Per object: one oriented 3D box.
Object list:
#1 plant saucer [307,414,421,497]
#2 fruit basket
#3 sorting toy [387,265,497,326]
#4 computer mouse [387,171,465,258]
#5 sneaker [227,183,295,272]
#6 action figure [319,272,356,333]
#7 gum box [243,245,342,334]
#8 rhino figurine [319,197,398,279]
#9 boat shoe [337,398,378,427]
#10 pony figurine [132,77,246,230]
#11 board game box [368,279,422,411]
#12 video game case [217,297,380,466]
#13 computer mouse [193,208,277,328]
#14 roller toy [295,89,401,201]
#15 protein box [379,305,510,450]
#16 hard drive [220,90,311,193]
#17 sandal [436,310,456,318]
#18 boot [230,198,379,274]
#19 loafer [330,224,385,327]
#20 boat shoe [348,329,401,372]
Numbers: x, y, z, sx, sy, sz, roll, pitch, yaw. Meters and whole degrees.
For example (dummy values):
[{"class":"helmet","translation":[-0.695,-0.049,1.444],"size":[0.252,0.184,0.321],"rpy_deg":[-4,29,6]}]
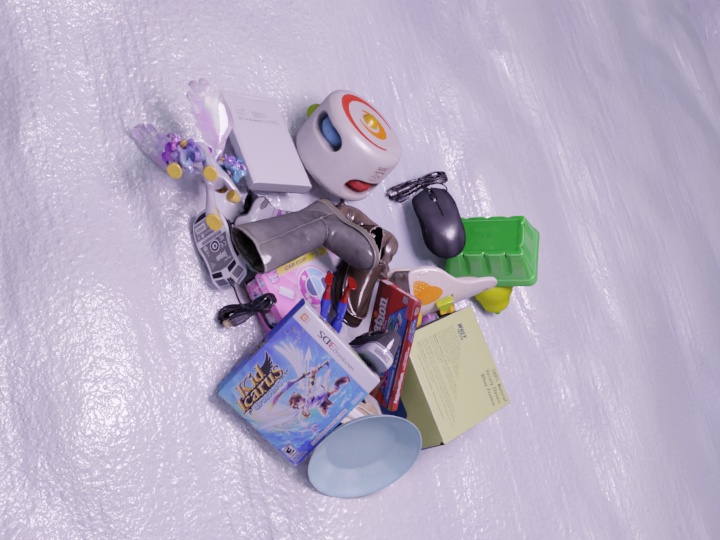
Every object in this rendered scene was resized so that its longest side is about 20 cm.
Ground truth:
[{"class":"plant saucer","translation":[0.004,0.297,1.229],"size":[0.198,0.203,0.039],"rpy_deg":[17,30,-32]},{"class":"fruit basket","translation":[0.278,-0.012,1.570],"size":[0.213,0.214,0.159],"rpy_deg":[26,59,-27]},{"class":"sorting toy","translation":[0.158,0.036,1.395],"size":[0.176,0.200,0.110],"rpy_deg":[-11,91,-9]},{"class":"computer mouse","translation":[0.149,-0.119,1.505],"size":[0.136,0.053,0.203],"rpy_deg":[-19,64,-10]},{"class":"sneaker","translation":[-0.152,-0.100,1.310],"size":[0.199,0.077,0.142],"rpy_deg":[-34,91,-46]},{"class":"action figure","translation":[-0.057,0.118,1.233],"size":[0.064,0.204,0.100],"rpy_deg":[12,29,-7]},{"class":"gum box","translation":[-0.102,0.033,1.303],"size":[0.198,0.066,0.115],"rpy_deg":[-28,92,-42]},{"class":"rhino figurine","translation":[-0.005,-0.075,1.429],"size":[0.199,0.059,0.089],"rpy_deg":[38,52,-19]},{"class":"boat shoe","translation":[0.004,0.258,1.296],"size":[0.198,0.074,0.070],"rpy_deg":[34,56,-26]},{"class":"pony figurine","translation":[-0.260,-0.182,1.201],"size":[0.194,0.165,0.201],"rpy_deg":[54,10,-25]},{"class":"board game box","translation":[0.048,0.129,1.296],"size":[0.019,0.102,0.205],"rpy_deg":[0,110,-37]},{"class":"video game case","translation":[-0.098,0.181,1.188],"size":[0.200,0.045,0.181],"rpy_deg":[-45,103,1]},{"class":"computer mouse","translation":[-0.214,-0.010,1.223],"size":[0.044,0.108,0.204],"rpy_deg":[5,60,-64]},{"class":"roller toy","translation":[-0.016,-0.238,1.398],"size":[0.199,0.139,0.184],"rpy_deg":[38,32,-17]},{"class":"protein box","translation":[0.141,0.202,1.386],"size":[0.197,0.134,0.203],"rpy_deg":[-19,84,-41]},{"class":"hard drive","translation":[-0.176,-0.231,1.337],"size":[0.130,0.026,0.203],"rpy_deg":[-1,60,-44]},{"class":"sandal","translation":[0.204,0.109,1.511],"size":[0.069,0.077,0.215],"rpy_deg":[-27,86,-35]},{"class":"boot","translation":[-0.087,-0.039,1.214],"size":[0.181,0.074,0.198],"rpy_deg":[38,34,24]},{"class":"loafer","translation":[0.000,0.000,1.307],"size":[0.072,0.071,0.204],"rpy_deg":[25,59,-31]},{"class":"boat shoe","translation":[0.016,0.133,1.267],"size":[0.070,0.200,0.067],"rpy_deg":[42,69,-5]}]
